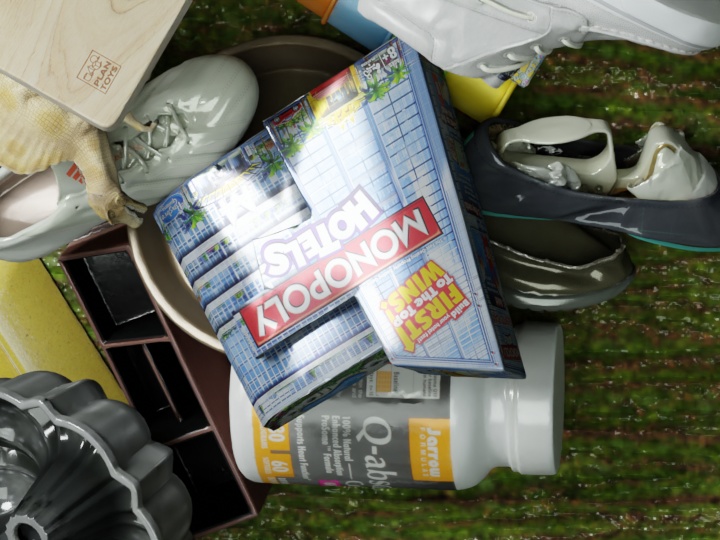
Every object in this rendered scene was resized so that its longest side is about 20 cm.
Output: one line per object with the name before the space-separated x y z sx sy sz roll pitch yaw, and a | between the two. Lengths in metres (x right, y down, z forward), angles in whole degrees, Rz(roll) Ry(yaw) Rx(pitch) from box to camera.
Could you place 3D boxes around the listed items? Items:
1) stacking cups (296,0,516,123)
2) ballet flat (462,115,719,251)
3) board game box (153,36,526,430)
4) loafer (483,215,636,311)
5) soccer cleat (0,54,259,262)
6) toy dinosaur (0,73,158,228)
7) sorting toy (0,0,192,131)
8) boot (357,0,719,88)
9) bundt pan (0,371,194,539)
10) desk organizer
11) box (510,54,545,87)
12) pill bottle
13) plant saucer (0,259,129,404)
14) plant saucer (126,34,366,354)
stacking cups | 0.005 -0.156 1.485 0.199 0.061 0.061 29 111 0
ballet flat | 0.153 -0.057 1.468 0.199 0.073 0.073 8 111 -9
board game box | 0.000 0.000 1.426 0.200 0.062 0.200 -32 75 12
loafer | 0.073 -0.030 1.508 0.199 0.075 0.070 13 115 5
soccer cleat | -0.150 -0.065 1.469 0.200 0.078 0.069 -31 76 11
toy dinosaur | -0.187 -0.109 1.407 0.200 0.058 0.101 39 85 -6
sorting toy | -0.169 -0.205 1.356 0.198 0.070 0.201 29 85 4
boot | 0.098 -0.142 1.346 0.199 0.074 0.096 25 117 8
bundt pan | -0.186 0.151 1.536 0.201 0.076 0.203 13 118 26
desk organizer | -0.126 0.068 1.575 0.071 0.077 0.201 -20 105 16
box | 0.072 -0.249 1.406 0.192 0.122 0.200 32 111 -3
pill bottle | 0.025 0.077 1.533 0.199 0.116 0.117 1 109 10
plant saucer | -0.258 0.107 1.627 0.199 0.048 0.200 -28 102 17
plant saucer | -0.046 -0.043 1.494 0.199 0.029 0.201 -2 81 16
